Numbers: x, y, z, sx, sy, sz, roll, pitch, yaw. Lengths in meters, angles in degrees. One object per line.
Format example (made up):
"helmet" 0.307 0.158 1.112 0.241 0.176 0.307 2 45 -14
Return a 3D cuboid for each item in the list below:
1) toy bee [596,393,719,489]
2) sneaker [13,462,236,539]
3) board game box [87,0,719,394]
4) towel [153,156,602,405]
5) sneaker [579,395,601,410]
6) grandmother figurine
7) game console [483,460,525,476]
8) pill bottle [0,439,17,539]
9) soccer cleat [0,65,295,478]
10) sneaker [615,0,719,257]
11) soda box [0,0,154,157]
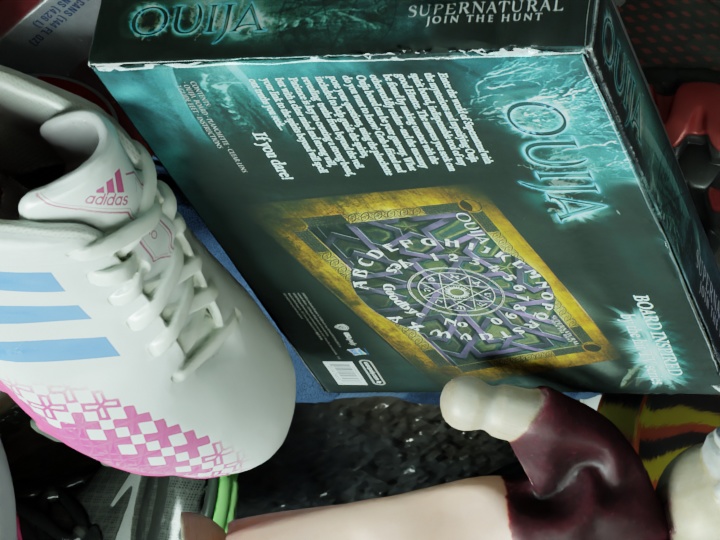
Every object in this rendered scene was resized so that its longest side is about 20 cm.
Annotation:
"toy bee" 0.153 0.118 0.894 0.200 0.109 0.131 29 170 5
"sneaker" -0.118 0.109 0.944 0.084 0.077 0.200 28 123 -36
"board game box" 0.024 -0.018 0.748 0.135 0.028 0.200 0 152 19
"towel" 0.000 0.000 0.876 0.200 0.049 0.112 1 139 -17
"sneaker" 0.148 0.085 1.007 0.099 0.075 0.200 -18 132 18
"grandmother figurine" 0.048 0.083 0.821 0.200 0.061 0.121 -11 125 -1
"game console" -0.021 0.134 0.973 0.200 0.031 0.177 -18 154 -54
"pill bottle" -0.220 0.093 0.869 0.200 0.112 0.112 -1 142 10
"soccer cleat" -0.075 -0.001 0.728 0.086 0.070 0.200 -20 140 39
"sneaker" 0.049 -0.064 0.795 0.200 0.098 0.071 8 155 8
"soda box" -0.120 -0.042 0.783 0.200 0.063 0.070 -36 134 27
